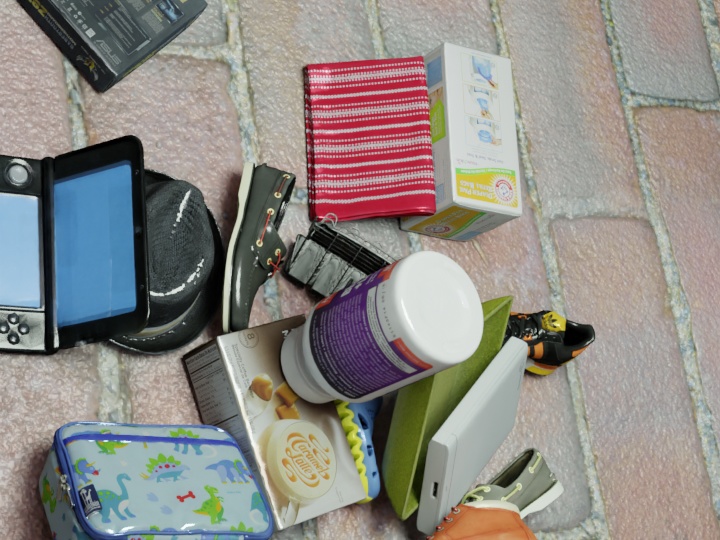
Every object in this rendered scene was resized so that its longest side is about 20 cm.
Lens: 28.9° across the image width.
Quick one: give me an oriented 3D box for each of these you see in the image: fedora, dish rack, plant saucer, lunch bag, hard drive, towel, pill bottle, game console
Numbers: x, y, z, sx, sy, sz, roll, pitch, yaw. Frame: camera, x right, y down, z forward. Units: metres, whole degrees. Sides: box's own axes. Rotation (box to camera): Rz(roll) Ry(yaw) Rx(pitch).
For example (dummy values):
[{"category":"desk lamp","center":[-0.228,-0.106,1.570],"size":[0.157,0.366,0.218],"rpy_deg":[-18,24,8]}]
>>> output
[{"category":"fedora","center":[-0.201,-0.020,1.407],"size":[0.200,0.091,0.202],"rpy_deg":[12,67,-30]},{"category":"dish rack","center":[0.000,0.000,1.457],"size":[0.153,0.200,0.055],"rpy_deg":[31,69,-2]},{"category":"plant saucer","center":[0.085,0.135,1.483],"size":[0.048,0.201,0.200],"rpy_deg":[21,25,21]},{"category":"lunch bag","center":[-0.193,0.213,1.305],"size":[0.199,0.083,0.161],"rpy_deg":[8,33,-31]},{"category":"hard drive","center":[0.123,0.177,1.512],"size":[0.027,0.132,0.200],"rpy_deg":[21,39,21]},{"category":"towel","center":[0.010,-0.151,1.594],"size":[0.144,0.023,0.201],"rpy_deg":[-3,72,-1]},{"category":"pill bottle","center":[0.014,0.064,1.352],"size":[0.111,0.200,0.112],"rpy_deg":[19,59,-35]},{"category":"game console","center":[-0.305,-0.030,1.330],"size":[0.175,0.116,0.201],"rpy_deg":[6,70,-31]}]

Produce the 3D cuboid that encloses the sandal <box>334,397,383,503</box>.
[{"category":"sandal","center":[-0.008,0.146,1.485],"size":[0.087,0.079,0.201],"rpy_deg":[-5,77,-37]}]

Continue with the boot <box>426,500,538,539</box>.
[{"category":"boot","center":[0.089,0.291,1.430],"size":[0.199,0.075,0.108],"rpy_deg":[-4,45,-17]}]

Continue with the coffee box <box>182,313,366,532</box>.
[{"category":"coffee box","center":[-0.088,0.159,1.423],"size":[0.114,0.080,0.201],"rpy_deg":[-12,80,-38]}]

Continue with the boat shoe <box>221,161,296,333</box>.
[{"category":"boat shoe","center":[-0.109,-0.024,1.473],"size":[0.063,0.074,0.202],"rpy_deg":[11,60,-2]}]

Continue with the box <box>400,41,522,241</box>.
[{"category":"box","center":[0.113,-0.148,1.645],"size":[0.101,0.112,0.201],"rpy_deg":[9,68,-31]}]

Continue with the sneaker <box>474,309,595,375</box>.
[{"category":"sneaker","center":[0.186,0.067,1.602],"size":[0.199,0.090,0.070],"rpy_deg":[14,54,-42]}]

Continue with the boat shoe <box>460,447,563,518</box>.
[{"category":"boat shoe","center":[0.144,0.261,1.544],"size":[0.201,0.072,0.061],"rpy_deg":[-26,89,-41]}]

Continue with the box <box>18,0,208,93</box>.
[{"category":"box","center":[-0.283,-0.311,1.487],"size":[0.200,0.051,0.158],"rpy_deg":[48,55,-8]}]
